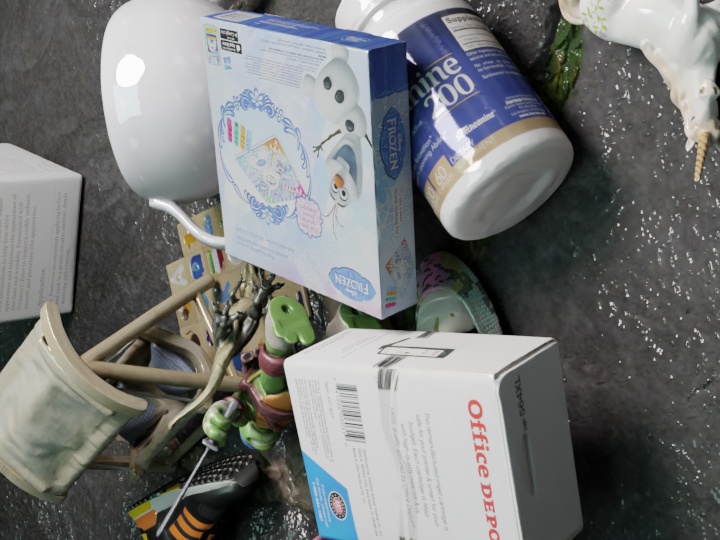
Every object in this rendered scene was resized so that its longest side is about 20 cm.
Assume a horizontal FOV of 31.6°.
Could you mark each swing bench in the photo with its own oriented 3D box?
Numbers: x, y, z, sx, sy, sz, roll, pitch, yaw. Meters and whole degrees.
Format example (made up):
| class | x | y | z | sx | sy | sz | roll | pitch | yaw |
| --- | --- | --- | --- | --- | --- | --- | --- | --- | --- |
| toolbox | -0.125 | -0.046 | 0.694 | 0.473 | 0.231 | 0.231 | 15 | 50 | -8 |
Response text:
| class | x | y | z | sx | sy | sz | roll | pitch | yaw |
| --- | --- | --- | --- | --- | --- | --- | --- | --- | --- |
| swing bench | -0.237 | 0.121 | 1.220 | 0.199 | 0.198 | 0.131 | -44 | 66 | 42 |

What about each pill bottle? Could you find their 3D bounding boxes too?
| class | x | y | z | sx | sy | sz | roll | pitch | yaw |
| --- | --- | --- | --- | --- | --- | --- | --- | --- | --- |
| pill bottle | 0.063 | -0.132 | 0.954 | 0.111 | 0.110 | 0.201 | -50 | 61 | 36 |

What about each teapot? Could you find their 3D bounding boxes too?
| class | x | y | z | sx | sy | sz | roll | pitch | yaw |
| --- | --- | --- | --- | --- | --- | --- | --- | --- | --- |
| teapot | -0.134 | -0.151 | 1.129 | 0.144 | 0.198 | 0.202 | -4 | 123 | 9 |

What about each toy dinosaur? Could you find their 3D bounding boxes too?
| class | x | y | z | sx | sy | sz | roll | pitch | yaw |
| --- | --- | --- | --- | --- | --- | --- | --- | --- | --- |
| toy dinosaur | -0.111 | 0.049 | 1.117 | 0.047 | 0.201 | 0.089 | 27 | 132 | -1 |

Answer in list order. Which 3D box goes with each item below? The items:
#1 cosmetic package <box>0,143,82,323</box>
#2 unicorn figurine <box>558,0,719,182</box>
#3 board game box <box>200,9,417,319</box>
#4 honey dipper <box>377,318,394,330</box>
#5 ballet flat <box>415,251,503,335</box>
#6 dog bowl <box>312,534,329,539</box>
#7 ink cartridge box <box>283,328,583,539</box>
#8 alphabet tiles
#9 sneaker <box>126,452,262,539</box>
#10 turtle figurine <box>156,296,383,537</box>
| class | x | y | z | sx | sy | sz | roll | pitch | yaw |
| --- | --- | --- | --- | --- | --- | --- | --- | --- | --- |
| cosmetic package | -0.439 | -0.041 | 1.412 | 0.164 | 0.198 | 0.167 | 22 | 110 | 41 |
| unicorn figurine | 0.204 | -0.168 | 0.845 | 0.200 | 0.073 | 0.139 | 47 | 136 | 48 |
| board game box | -0.041 | -0.087 | 0.975 | 0.199 | 0.043 | 0.202 | 21 | 122 | 44 |
| honey dipper | 0.000 | 0.000 | 1.091 | 0.038 | 0.038 | 0.202 | -40 | 70 | 40 |
| ballet flat | 0.082 | 0.077 | 0.989 | 0.069 | 0.071 | 0.202 | -35 | 70 | 40 |
| dog bowl | 0.041 | 0.244 | 0.967 | 0.198 | 0.198 | 0.075 | 1 | 89 | 45 |
| ink cartridge box | 0.052 | 0.125 | 0.922 | 0.198 | 0.084 | 0.148 | 1 | 107 | 41 |
| alphabet tiles | -0.122 | 0.018 | 1.235 | 0.199 | 0.006 | 0.169 | -21 | 81 | 45 |
| sneaker | -0.149 | 0.244 | 1.258 | 0.199 | 0.070 | 0.091 | -26 | 92 | 44 |
| turtle figurine | -0.055 | 0.128 | 1.077 | 0.142 | 0.201 | 0.195 | 25 | 129 | -1 |
